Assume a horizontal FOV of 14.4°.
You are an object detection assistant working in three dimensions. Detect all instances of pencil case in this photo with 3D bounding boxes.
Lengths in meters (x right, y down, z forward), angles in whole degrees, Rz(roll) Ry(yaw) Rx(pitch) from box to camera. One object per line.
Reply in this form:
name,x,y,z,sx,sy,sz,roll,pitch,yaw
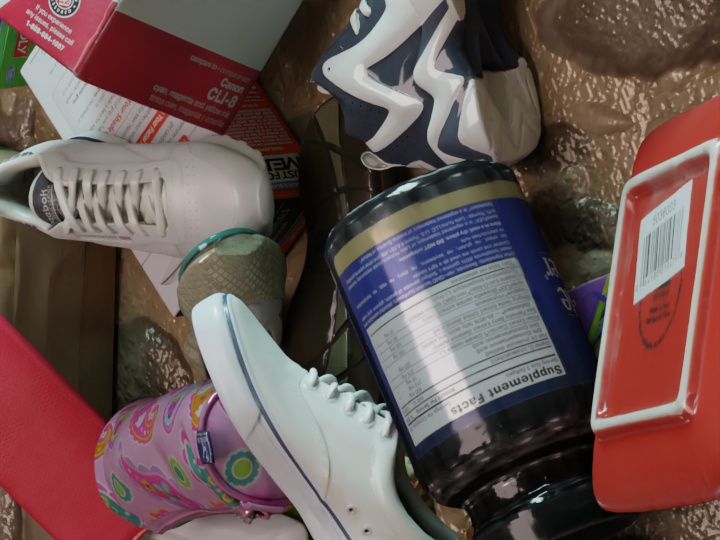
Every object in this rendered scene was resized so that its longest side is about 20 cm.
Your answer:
pencil case,-0.087,0.106,1.635,0.200,0.087,0.088,-16,85,65

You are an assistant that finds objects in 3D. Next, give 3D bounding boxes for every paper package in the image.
paper package,-0.255,0.016,1.843,0.200,0.103,0.191,15,107,44

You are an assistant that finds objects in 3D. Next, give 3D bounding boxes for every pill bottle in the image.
pill bottle,0.066,0.053,1.477,0.112,0.112,0.200,-37,70,43

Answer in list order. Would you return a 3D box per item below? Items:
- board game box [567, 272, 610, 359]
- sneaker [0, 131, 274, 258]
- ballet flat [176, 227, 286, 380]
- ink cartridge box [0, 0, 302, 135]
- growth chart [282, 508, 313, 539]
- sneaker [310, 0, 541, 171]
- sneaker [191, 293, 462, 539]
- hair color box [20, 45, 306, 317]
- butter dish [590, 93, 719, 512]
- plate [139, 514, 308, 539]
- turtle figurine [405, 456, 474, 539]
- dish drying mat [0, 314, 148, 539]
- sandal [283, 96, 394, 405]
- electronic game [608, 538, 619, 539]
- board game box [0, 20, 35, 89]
board game box,0.129,0.067,1.512,0.200,0.032,0.120,-24,82,45
sneaker,-0.133,-0.040,1.636,0.200,0.080,0.077,3,97,43
ballet flat,-0.066,0.032,1.635,0.200,0.067,0.062,95,150,-73
ink cartridge box,-0.110,-0.207,1.585,0.145,0.145,0.200,37,100,34
growth chart,-0.013,0.239,1.695,0.145,0.018,0.201,11,106,43
sneaker,0.017,-0.145,1.551,0.129,0.079,0.200,-10,100,38
sneaker,-0.014,0.089,1.511,0.071,0.073,0.200,-33,98,11
hair color box,-0.114,-0.084,1.710,0.111,0.064,0.200,-51,60,36
butter dish,0.204,0.023,1.350,0.200,0.147,0.200,151,128,-74
plate,-0.098,0.235,1.752,0.199,0.032,0.201,12,106,52
turtle figurine,0.024,0.176,1.595,0.161,0.064,0.201,-20,77,45
dish drying mat,-0.205,0.094,1.745,0.077,0.018,0.200,-44,93,12
sandal,0.000,0.000,1.620,0.082,0.055,0.201,-11,75,43
electronic game,0.133,0.242,1.528,0.200,0.042,0.201,9,103,45
board game box,-0.275,-0.222,1.875,0.200,0.029,0.135,35,121,36
